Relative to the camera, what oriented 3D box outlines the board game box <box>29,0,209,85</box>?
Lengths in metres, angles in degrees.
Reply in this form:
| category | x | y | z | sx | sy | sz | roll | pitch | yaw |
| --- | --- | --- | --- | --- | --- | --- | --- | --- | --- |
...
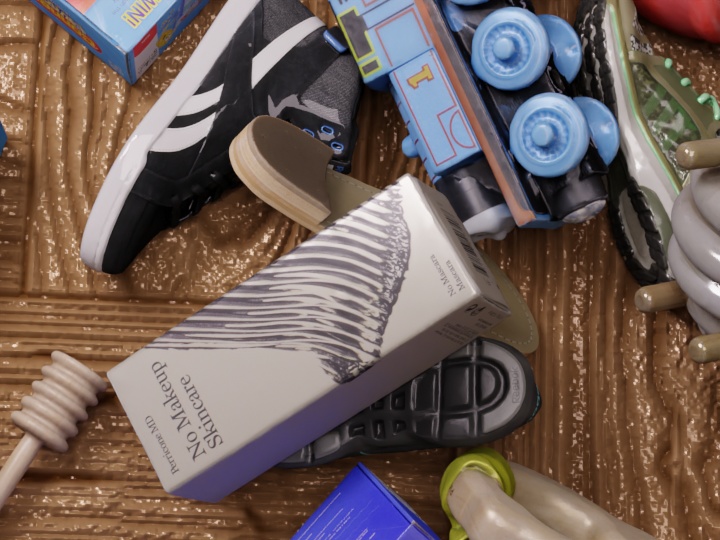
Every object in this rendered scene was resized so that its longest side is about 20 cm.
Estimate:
| category | x | y | z | sx | sy | sz | roll | pitch | yaw |
| --- | --- | --- | --- | --- | --- | --- | --- | --- | --- |
| board game box | -0.146 | -0.248 | 1.329 | 0.196 | 0.056 | 0.200 | 40 | 76 | 7 |

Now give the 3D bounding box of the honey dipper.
| category | x | y | z | sx | sy | sz | roll | pitch | yaw |
| --- | --- | --- | --- | --- | --- | --- | --- | --- | --- |
| honey dipper | -0.207 | 0.137 | 1.232 | 0.038 | 0.038 | 0.200 | 30 | 77 | 5 |

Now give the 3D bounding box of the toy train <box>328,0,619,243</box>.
| category | x | y | z | sx | sy | sz | roll | pitch | yaw |
| --- | --- | --- | --- | --- | --- | --- | --- | --- | --- |
| toy train | 0.065 | -0.108 | 1.265 | 0.114 | 0.087 | 0.201 | -28 | 81 | 22 |

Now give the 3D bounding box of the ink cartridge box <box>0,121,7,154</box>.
| category | x | y | z | sx | sy | sz | roll | pitch | yaw |
| --- | --- | --- | --- | --- | --- | --- | --- | --- | --- |
| ink cartridge box | -0.289 | -0.014 | 1.251 | 0.115 | 0.067 | 0.201 | 18 | 75 | 2 |

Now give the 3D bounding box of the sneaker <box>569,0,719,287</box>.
| category | x | y | z | sx | sy | sz | roll | pitch | yaw |
| --- | --- | --- | --- | --- | --- | --- | --- | --- | --- |
| sneaker | 0.180 | -0.084 | 1.302 | 0.088 | 0.077 | 0.201 | -13 | 83 | -16 |

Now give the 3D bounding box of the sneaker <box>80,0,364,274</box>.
| category | x | y | z | sx | sy | sz | roll | pitch | yaw |
| --- | --- | --- | --- | --- | --- | --- | --- | --- | --- |
| sneaker | -0.066 | -0.065 | 1.275 | 0.112 | 0.073 | 0.200 | 30 | 75 | 4 |

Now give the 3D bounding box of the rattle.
| category | x | y | z | sx | sy | sz | roll | pitch | yaw |
| --- | --- | --- | --- | --- | --- | --- | --- | --- | --- |
| rattle | 0.117 | 0.192 | 1.219 | 0.200 | 0.130 | 0.143 | 26 | 84 | -23 |

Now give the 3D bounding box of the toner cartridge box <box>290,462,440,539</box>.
| category | x | y | z | sx | sy | sz | roll | pitch | yaw |
| --- | --- | --- | --- | --- | --- | --- | --- | --- | --- |
| toner cartridge box | -0.039 | 0.201 | 1.169 | 0.043 | 0.095 | 0.200 | 41 | 90 | -22 |

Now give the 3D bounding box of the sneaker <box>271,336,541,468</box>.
| category | x | y | z | sx | sy | sz | roll | pitch | yaw |
| --- | --- | --- | --- | --- | --- | --- | --- | --- | --- |
| sneaker | 0.005 | 0.076 | 1.245 | 0.199 | 0.079 | 0.076 | 1 | 82 | 18 |

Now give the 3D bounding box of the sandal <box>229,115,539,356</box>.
| category | x | y | z | sx | sy | sz | roll | pitch | yaw |
| --- | --- | --- | --- | --- | --- | --- | --- | --- | --- |
| sandal | 0.001 | -0.004 | 1.267 | 0.211 | 0.070 | 0.078 | 35 | 34 | -20 |

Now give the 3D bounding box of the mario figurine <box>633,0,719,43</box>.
| category | x | y | z | sx | sy | sz | roll | pitch | yaw |
| --- | --- | --- | --- | --- | --- | --- | --- | --- | --- |
| mario figurine | 0.242 | -0.214 | 1.317 | 0.199 | 0.106 | 0.124 | -26 | 96 | 13 |

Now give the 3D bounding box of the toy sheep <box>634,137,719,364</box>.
| category | x | y | z | sx | sy | sz | roll | pitch | yaw |
| --- | --- | --- | --- | --- | --- | --- | --- | --- | --- |
| toy sheep | 0.224 | -0.011 | 1.203 | 0.137 | 0.201 | 0.138 | 10 | 35 | -7 |

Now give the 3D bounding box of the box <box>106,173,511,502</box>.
| category | x | y | z | sx | sy | sz | roll | pitch | yaw |
| --- | --- | --- | --- | --- | --- | --- | --- | --- | --- |
| box | -0.027 | 0.038 | 1.185 | 0.200 | 0.068 | 0.082 | -34 | 72 | 11 |
